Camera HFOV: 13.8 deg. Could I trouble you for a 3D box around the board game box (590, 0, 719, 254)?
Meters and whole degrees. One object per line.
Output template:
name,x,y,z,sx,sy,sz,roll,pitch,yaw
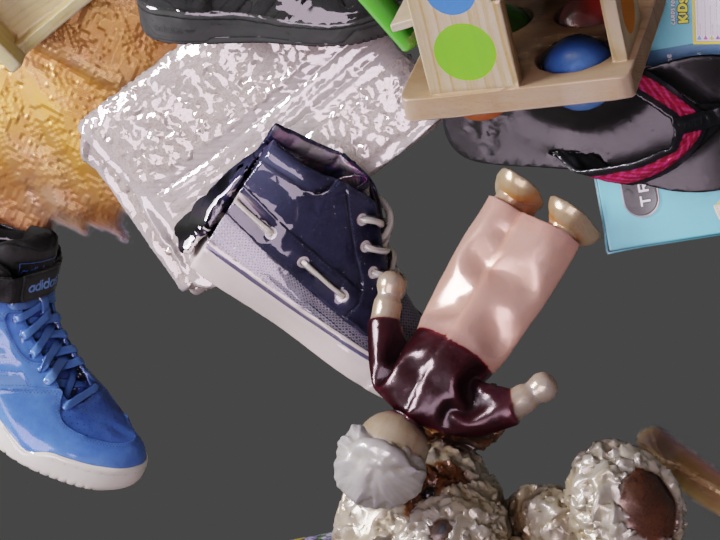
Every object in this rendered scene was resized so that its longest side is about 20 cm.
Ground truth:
board game box,0.222,-0.100,1.638,0.200,0.047,0.151,-9,97,18

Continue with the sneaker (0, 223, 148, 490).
sneaker,-0.196,0.038,1.769,0.200,0.077,0.111,36,117,14

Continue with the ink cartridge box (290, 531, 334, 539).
ink cartridge box,-0.070,0.224,1.780,0.200,0.050,0.109,-12,96,19

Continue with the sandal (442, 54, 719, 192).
sandal,0.138,-0.079,1.617,0.200,0.045,0.075,1,100,16

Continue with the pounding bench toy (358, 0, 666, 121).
pounding bench toy,0.046,-0.161,1.572,0.200,0.124,0.156,-5,118,18

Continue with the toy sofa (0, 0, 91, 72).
toy sofa,-0.155,-0.215,1.721,0.200,0.098,0.083,-37,113,19

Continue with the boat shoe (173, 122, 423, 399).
boat shoe,0.000,0.000,1.687,0.200,0.075,0.093,32,111,-13

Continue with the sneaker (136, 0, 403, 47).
sneaker,-0.066,-0.180,1.650,0.199,0.060,0.104,-2,126,10

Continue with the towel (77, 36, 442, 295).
towel,-0.060,-0.086,1.731,0.200,0.034,0.133,-37,89,19

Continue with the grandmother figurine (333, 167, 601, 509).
grandmother figurine,0.054,0.046,1.640,0.121,0.061,0.200,30,80,34

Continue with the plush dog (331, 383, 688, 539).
plush dog,0.066,0.164,1.678,0.172,0.160,0.200,35,81,8
